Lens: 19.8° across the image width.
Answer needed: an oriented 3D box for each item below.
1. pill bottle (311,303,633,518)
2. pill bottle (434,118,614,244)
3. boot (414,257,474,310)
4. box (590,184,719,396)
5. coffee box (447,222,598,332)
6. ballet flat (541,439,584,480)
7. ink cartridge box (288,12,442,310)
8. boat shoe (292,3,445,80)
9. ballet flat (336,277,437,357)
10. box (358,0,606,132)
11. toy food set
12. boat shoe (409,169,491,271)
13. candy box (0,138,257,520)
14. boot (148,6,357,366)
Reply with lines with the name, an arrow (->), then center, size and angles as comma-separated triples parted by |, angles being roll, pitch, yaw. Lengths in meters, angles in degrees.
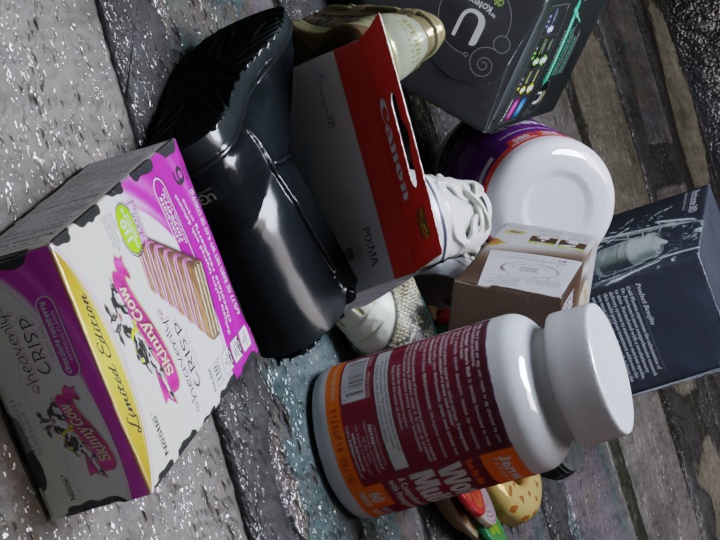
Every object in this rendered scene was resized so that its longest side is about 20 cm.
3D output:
pill bottle -> 0.076, 0.093, 1.391 | 0.110, 0.199, 0.110 | -17, 90, -71
pill bottle -> 0.132, -0.075, 1.762 | 0.113, 0.112, 0.200 | 66, -9, -20
boot -> 0.085, -0.009, 1.703 | 0.200, 0.073, 0.096 | 40, 44, -58
box -> 0.261, 0.030, 1.995 | 0.200, 0.196, 0.125 | -63, 133, -66
coffee box -> 0.119, 0.043, 1.533 | 0.200, 0.079, 0.115 | -42, 140, -72
ballet flat -> 0.136, 0.098, 1.831 | 0.066, 0.057, 0.201 | -30, 99, -43
ink cartridge box -> -0.011, -0.064, 1.355 | 0.200, 0.047, 0.161 | 144, -68, -73
boat shoe -> -0.004, -0.150, 1.447 | 0.200, 0.062, 0.074 | 16, -52, 66
ballet flat -> 0.000, 0.000, 1.490 | 0.075, 0.068, 0.201 | 12, 55, -45
box -> 0.099, -0.209, 1.720 | 0.125, 0.148, 0.200 | -65, 164, 19
toy food set -> 0.084, 0.123, 1.631 | 0.198, 0.048, 0.201 | -28, 102, -71
boat shoe -> 0.065, -0.038, 1.502 | 0.200, 0.065, 0.072 | 65, 8, -80
candy box -> -0.127, 0.024, 1.080 | 0.200, 0.061, 0.137 | -56, 127, -66
boot -> -0.059, -0.055, 1.321 | 0.169, 0.076, 0.201 | 62, 25, -27
